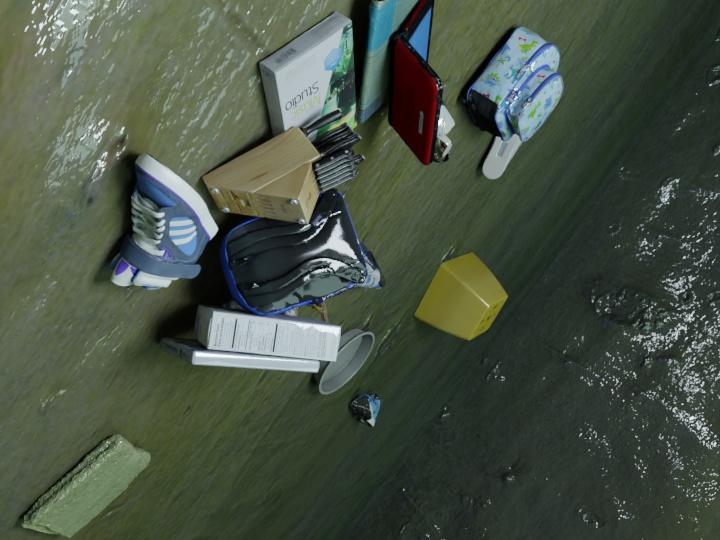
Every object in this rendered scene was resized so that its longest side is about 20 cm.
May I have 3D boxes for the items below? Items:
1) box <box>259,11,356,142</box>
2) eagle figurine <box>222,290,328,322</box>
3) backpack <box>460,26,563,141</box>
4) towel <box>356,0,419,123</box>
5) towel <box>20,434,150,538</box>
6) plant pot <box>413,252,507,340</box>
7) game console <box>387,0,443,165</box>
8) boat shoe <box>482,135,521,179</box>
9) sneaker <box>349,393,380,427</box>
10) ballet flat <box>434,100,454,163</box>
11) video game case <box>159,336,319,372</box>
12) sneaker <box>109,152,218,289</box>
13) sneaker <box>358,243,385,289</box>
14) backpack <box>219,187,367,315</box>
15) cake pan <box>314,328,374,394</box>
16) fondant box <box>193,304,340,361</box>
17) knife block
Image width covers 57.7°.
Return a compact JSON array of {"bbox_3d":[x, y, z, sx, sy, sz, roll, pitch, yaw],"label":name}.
[{"bbox_3d":[-0.068,-0.249,0.944,0.144,0.036,0.200,-42,156,-21],"label":"box"},{"bbox_3d":[-0.154,0.066,1.170,0.199,0.151,0.152,-11,98,-14],"label":"eagle figurine"},{"bbox_3d":[0.329,-0.375,1.341,0.200,0.147,0.183,-56,158,4],"label":"backpack"},{"bbox_3d":[0.042,-0.340,0.996,0.147,0.022,0.200,-50,161,-38],"label":"towel"},{"bbox_3d":[-0.465,0.372,1.121,0.200,0.036,0.148,-43,154,-16],"label":"towel"},{"bbox_3d":[0.312,0.090,1.937,0.200,0.176,0.200,-17,140,-52],"label":"plant pot"},{"bbox_3d":[0.110,-0.301,1.041,0.119,0.173,0.200,-29,156,-13],"label":"game console"},{"bbox_3d":[0.363,-0.316,1.592,0.069,0.072,0.200,-51,163,-66],"label":"boat shoe"},{"bbox_3d":[0.020,0.417,2.038,0.200,0.078,0.090,83,31,-63],"label":"sneaker"},{"bbox_3d":[0.148,-0.275,1.255,0.068,0.068,0.200,-46,156,-10],"label":"ballet flat"},{"bbox_3d":[-0.192,0.131,1.021,0.200,0.182,0.022,10,86,-30],"label":"video game case"},{"bbox_3d":[-0.266,-0.043,0.827,0.147,0.081,0.200,-50,162,-13],"label":"sneaker"},{"bbox_3d":[0.000,0.000,1.401,0.077,0.076,0.200,-29,157,6],"label":"sneaker"},{"bbox_3d":[-0.115,-0.014,1.015,0.200,0.163,0.168,-23,-177,-21],"label":"backpack"},{"bbox_3d":[-0.044,0.227,1.665,0.200,0.037,0.200,-41,154,-24],"label":"cake pan"},{"bbox_3d":[-0.150,0.097,1.026,0.199,0.144,0.058,10,88,-22],"label":"fondant box"},{"bbox_3d":[-0.100,-0.159,0.929,0.064,0.199,0.176,76,27,-59],"label":"knife block"}]
